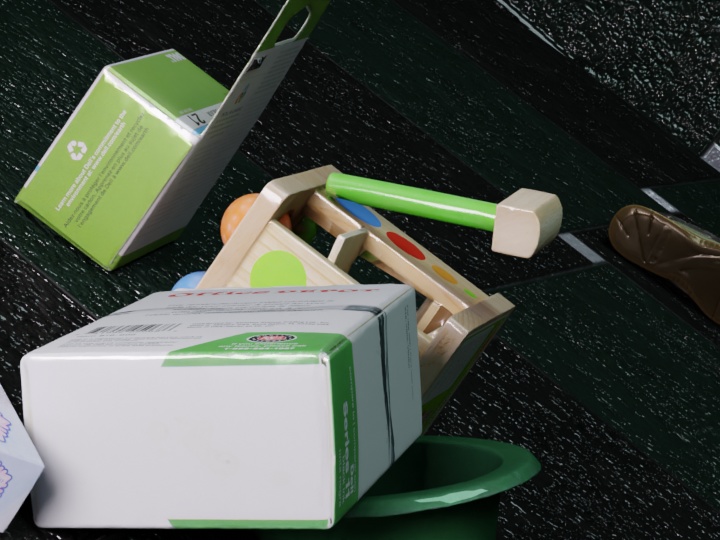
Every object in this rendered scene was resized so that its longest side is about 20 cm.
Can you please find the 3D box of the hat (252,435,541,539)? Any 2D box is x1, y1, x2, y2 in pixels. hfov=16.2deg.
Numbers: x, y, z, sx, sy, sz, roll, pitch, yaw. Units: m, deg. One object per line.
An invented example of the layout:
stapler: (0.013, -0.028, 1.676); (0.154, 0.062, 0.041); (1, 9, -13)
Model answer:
hat: (0.020, 0.182, 1.256); (0.199, 0.177, 0.166); (-2, 8, 17)

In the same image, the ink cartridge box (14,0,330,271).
ink cartridge box: (-0.106, -0.109, 1.534); (0.076, 0.200, 0.148); (36, 14, 5)

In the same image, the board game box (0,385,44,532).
board game box: (-0.257, 0.018, 1.111); (0.199, 0.041, 0.200); (24, 18, -38)

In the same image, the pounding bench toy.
pounding bench toy: (0.000, 0.000, 1.426); (0.156, 0.200, 0.124); (38, 15, 9)

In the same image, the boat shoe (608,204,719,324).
boat shoe: (0.335, -0.006, 2.455); (0.200, 0.073, 0.065); (36, 19, 3)

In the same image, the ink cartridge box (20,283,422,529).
ink cartridge box: (-0.059, 0.061, 1.206); (0.146, 0.083, 0.200); (-1, 8, 14)
